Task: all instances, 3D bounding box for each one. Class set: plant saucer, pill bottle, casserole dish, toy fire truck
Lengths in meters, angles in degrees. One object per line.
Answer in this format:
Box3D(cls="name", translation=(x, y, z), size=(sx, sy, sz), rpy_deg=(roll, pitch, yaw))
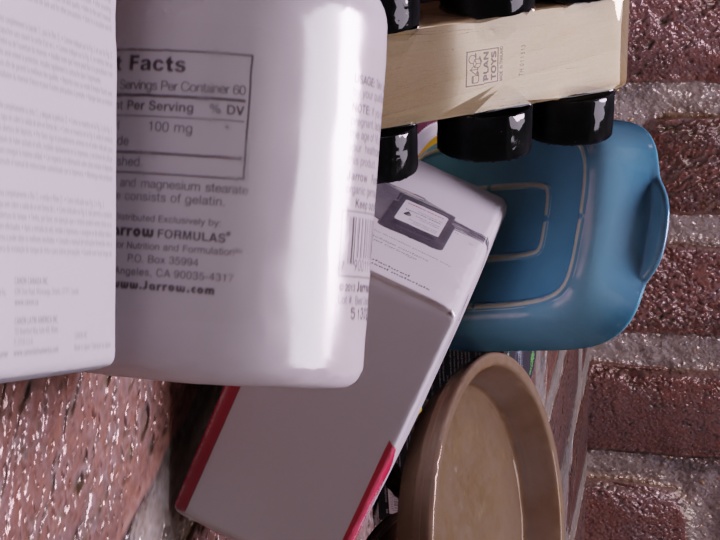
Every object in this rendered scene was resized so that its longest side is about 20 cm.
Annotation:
Box3D(cls="plant saucer", translation=(0.065, 0.144, 1.188), size=(0.200, 0.029, 0.201), rpy_deg=(-2, 90, -65))
Box3D(cls="pill bottle", translation=(-0.049, -0.061, 0.793), size=(0.114, 0.114, 0.201), rpy_deg=(7, 87, -80))
Box3D(cls="casserole dish", translation=(0.078, -0.021, 1.155), size=(0.039, 0.200, 0.122), rpy_deg=(15, 79, -35))
Box3D(cls="toy fire truck", translation=(0.014, -0.140, 1.105), size=(0.200, 0.176, 0.129), rpy_deg=(31, -53, 54))

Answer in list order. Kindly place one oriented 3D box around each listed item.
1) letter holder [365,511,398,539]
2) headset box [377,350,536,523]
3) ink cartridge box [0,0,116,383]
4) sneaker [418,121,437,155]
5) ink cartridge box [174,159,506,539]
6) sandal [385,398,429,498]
Box3D(cls="letter holder", translation=(0.014, 0.184, 1.275), size=(0.200, 0.100, 0.143), rpy_deg=(-5, 97, -80))
Box3D(cls="headset box", translation=(0.068, 0.049, 1.535), size=(0.200, 0.092, 0.174), rpy_deg=(-74, 165, -51))
Box3D(cls="ink cartridge box", translation=(-0.115, -0.067, 0.648), size=(0.160, 0.047, 0.201), rpy_deg=(2, 86, -79))
Box3D(cls="sneaker", translation=(0.052, -0.049, 1.334), size=(0.200, 0.090, 0.075), rpy_deg=(-96, -175, -48))
Box3D(cls="ink cartridge box", translation=(-0.004, 0.036, 1.051), size=(0.200, 0.083, 0.146), rpy_deg=(-57, 171, -71))
Box3D(cls="sandal", translation=(0.041, 0.114, 1.345), size=(0.057, 0.080, 0.201), rpy_deg=(-55, -162, 1))
